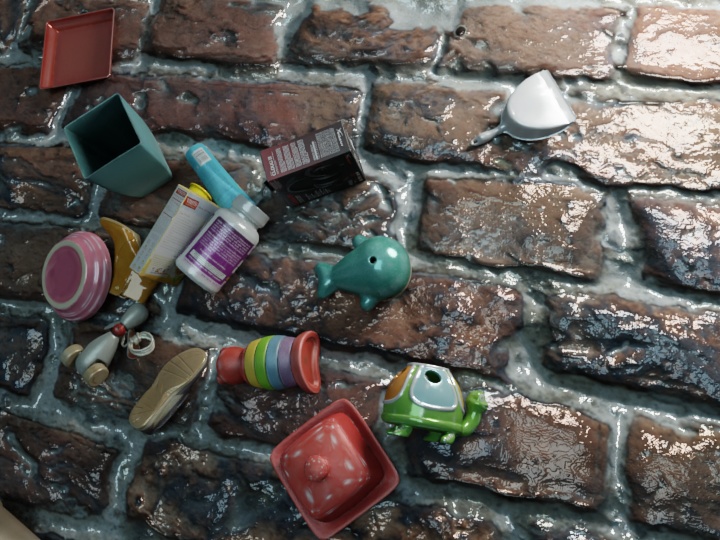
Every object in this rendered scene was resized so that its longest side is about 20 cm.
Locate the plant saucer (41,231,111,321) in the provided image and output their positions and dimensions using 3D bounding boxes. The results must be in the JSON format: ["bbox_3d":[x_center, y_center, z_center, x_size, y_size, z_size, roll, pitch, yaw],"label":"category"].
[{"bbox_3d":[-0.636,0.011,1.424,0.199,0.051,0.202,-4,83,29],"label":"plant saucer"}]

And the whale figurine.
[{"bbox_3d":[0.000,0.000,1.279,0.199,0.104,0.160,-9,74,11],"label":"whale figurine"}]

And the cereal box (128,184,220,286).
[{"bbox_3d":[-0.384,-0.070,1.357,0.039,0.144,0.201,31,89,20],"label":"cereal box"}]

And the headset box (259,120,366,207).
[{"bbox_3d":[-0.104,-0.213,1.338,0.199,0.149,0.078,-20,71,6],"label":"headset box"}]

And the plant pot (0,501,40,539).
[{"bbox_3d":[-0.728,0.566,1.265,0.173,0.200,0.201,24,81,2],"label":"plant pot"}]

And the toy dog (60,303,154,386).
[{"bbox_3d":[-0.530,0.167,1.380,0.199,0.096,0.132,-26,68,-11],"label":"toy dog"}]

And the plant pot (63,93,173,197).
[{"bbox_3d":[-0.512,-0.253,1.417,0.141,0.200,0.142,-31,71,3],"label":"plant pot"}]

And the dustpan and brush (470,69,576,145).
[{"bbox_3d":[0.318,-0.310,1.322,0.199,0.057,0.140,-23,70,-1],"label":"dustpan and brush"}]

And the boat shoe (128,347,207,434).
[{"bbox_3d":[-0.387,0.248,1.324,0.072,0.065,0.200,24,63,27],"label":"boat shoe"}]

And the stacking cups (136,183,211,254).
[{"bbox_3d":[-0.405,-0.098,1.396,0.060,0.061,0.201,26,66,18],"label":"stacking cups"}]

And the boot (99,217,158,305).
[{"bbox_3d":[-0.529,-0.020,1.425,0.200,0.071,0.145,27,80,13],"label":"boot"}]

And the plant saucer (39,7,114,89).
[{"bbox_3d":[-0.709,-0.554,1.633,0.198,0.037,0.202,-6,75,11],"label":"plant saucer"}]

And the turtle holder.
[{"bbox_3d":[0.133,0.241,1.163,0.184,0.141,0.133,5,75,16],"label":"turtle holder"}]

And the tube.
[{"bbox_3d":[-0.318,-0.196,1.440,0.077,0.050,0.200,-42,74,16],"label":"tube"}]

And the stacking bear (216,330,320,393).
[{"bbox_3d":[-0.191,0.184,1.276,0.199,0.114,0.122,-6,74,16],"label":"stacking bear"}]

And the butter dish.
[{"bbox_3d":[-0.063,0.359,1.173,0.199,0.148,0.200,-37,70,1],"label":"butter dish"}]

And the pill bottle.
[{"bbox_3d":[-0.285,-0.059,1.358,0.112,0.112,0.200,38,87,19],"label":"pill bottle"}]
